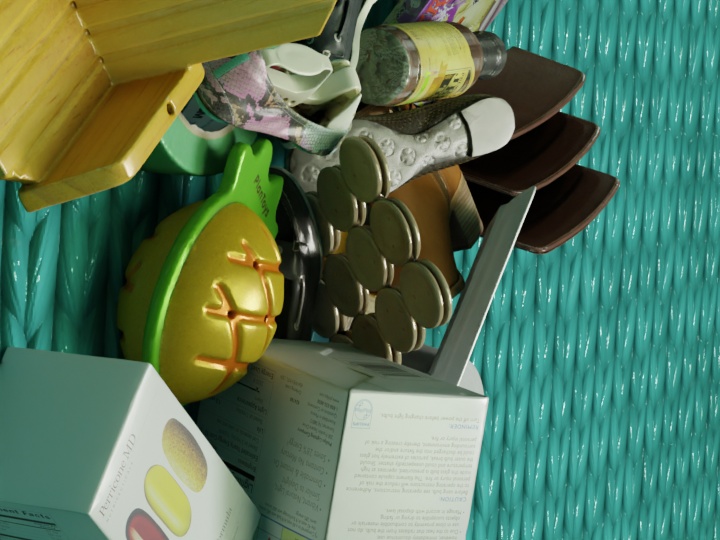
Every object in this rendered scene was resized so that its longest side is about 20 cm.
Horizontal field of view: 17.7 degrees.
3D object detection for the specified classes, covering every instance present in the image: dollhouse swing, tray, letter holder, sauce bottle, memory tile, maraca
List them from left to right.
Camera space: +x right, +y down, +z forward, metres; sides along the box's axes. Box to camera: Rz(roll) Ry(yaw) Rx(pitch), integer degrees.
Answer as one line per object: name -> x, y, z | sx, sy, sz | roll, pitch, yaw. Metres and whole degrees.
dollhouse swing -> -0.137, -0.162, 1.378 | 0.182, 0.175, 0.200 | -60, 138, -42
maraca -> -0.101, 0.002, 1.590 | 0.137, 0.107, 0.200 | 78, 33, -58
memory tile -> 0.000, 0.000, 1.698 | 0.017, 0.200, 0.154 | -20, 77, -29
sauce bottle -> 0.058, -0.168, 1.845 | 0.200, 0.065, 0.065 | -15, 109, -58
tray -> 0.086, 0.031, 1.814 | 0.107, 0.022, 0.201 | 117, -4, -75
letter holder -> 0.149, -0.106, 2.036 | 0.200, 0.142, 0.101 | -39, 144, -56

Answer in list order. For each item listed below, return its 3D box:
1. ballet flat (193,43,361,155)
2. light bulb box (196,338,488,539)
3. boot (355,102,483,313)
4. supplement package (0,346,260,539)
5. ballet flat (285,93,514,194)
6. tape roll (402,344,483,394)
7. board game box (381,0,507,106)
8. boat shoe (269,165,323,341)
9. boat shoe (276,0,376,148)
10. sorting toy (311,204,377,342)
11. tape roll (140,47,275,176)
ballet flat -> -0.043, -0.125, 1.613 | 0.200, 0.071, 0.069 | 12, 50, -64
light bulb box -> -0.026, 0.163, 1.633 | 0.124, 0.198, 0.201 | 5, 97, -33
boot -> 0.023, -0.052, 1.824 | 0.155, 0.073, 0.200 | 59, 27, -19
supplement package -> -0.162, 0.151, 1.495 | 0.200, 0.109, 0.114 | 60, 43, -51
ballet flat -> 0.028, -0.098, 1.786 | 0.199, 0.046, 0.068 | -18, 106, -26
tape roll -> 0.026, 0.157, 1.903 | 0.200, 0.066, 0.201 | -39, 138, -47
board game box -> 0.083, -0.230, 1.909 | 0.200, 0.032, 0.120 | -52, 152, 10
boat shoe -> -0.068, 0.024, 1.719 | 0.057, 0.067, 0.201 | -41, 135, -61
boat shoe -> -0.034, -0.190, 1.750 | 0.066, 0.074, 0.200 | 34, 72, -31
sorting toy -> -0.011, 0.020, 1.872 | 0.185, 0.036, 0.201 | 24, 73, -63
tape roll -> -0.119, -0.166, 1.593 | 0.200, 0.048, 0.201 | 5, 90, -65
